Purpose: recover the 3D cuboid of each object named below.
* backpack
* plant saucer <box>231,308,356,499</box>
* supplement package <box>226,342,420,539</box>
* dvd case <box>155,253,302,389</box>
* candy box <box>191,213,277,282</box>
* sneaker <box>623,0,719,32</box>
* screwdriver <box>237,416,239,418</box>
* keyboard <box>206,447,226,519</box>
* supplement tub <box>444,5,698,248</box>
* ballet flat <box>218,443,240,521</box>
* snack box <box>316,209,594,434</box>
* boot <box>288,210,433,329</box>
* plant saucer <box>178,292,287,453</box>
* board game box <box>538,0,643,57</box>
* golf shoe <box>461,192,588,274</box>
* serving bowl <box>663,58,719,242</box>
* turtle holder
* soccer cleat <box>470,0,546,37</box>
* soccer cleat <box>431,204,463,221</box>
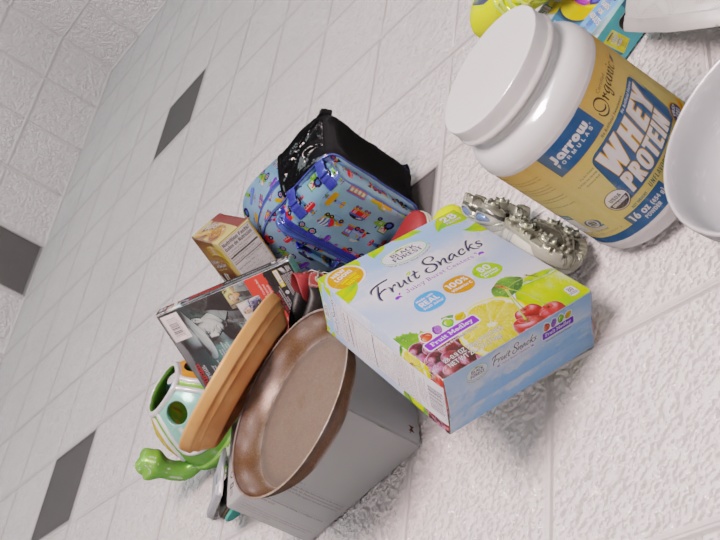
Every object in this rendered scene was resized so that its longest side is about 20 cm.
[{"bbox_3d":[-0.047,-0.072,1.351,0.199,0.182,0.136,-40,38,26],"label":"backpack"},{"bbox_3d":[-0.062,0.135,1.070,0.200,0.032,0.202,-43,32,34],"label":"plant saucer"},{"bbox_3d":[-0.043,0.178,1.163,0.200,0.116,0.118,-45,29,29],"label":"supplement package"},{"bbox_3d":[-0.136,0.075,1.331,0.198,0.147,0.022,-23,23,20],"label":"dvd case"},{"bbox_3d":[-0.125,0.023,1.380,0.055,0.201,0.115,-41,21,-16],"label":"candy box"},{"bbox_3d":[0.305,-0.279,0.986,0.200,0.073,0.117,-151,55,-65],"label":"sneaker"},{"bbox_3d":[-0.131,0.162,1.306,0.028,0.198,0.029,-19,91,61],"label":"screwdriver"},{"bbox_3d":[-0.180,0.270,1.349,0.200,0.010,0.057,118,161,-66],"label":"keyboard"},{"bbox_3d":[0.187,-0.124,0.938,0.145,0.198,0.146,-48,25,31],"label":"supplement tub"},{"bbox_3d":[-0.118,0.220,1.313,0.200,0.069,0.068,-46,-16,19],"label":"ballet flat"},{"bbox_3d":[0.082,0.037,0.972,0.167,0.068,0.199,-27,36,-24],"label":"snack box"},{"bbox_3d":[0.000,0.000,1.237,0.072,0.143,0.202,8,70,63],"label":"boot"},{"bbox_3d":[-0.136,0.120,1.203,0.202,0.037,0.200,-59,-1,-2],"label":"plant saucer"},{"bbox_3d":[0.280,-0.317,1.155,0.201,0.047,0.151,-55,26,13],"label":"board game box"},{"bbox_3d":[0.157,-0.011,1.066,0.200,0.077,0.099,-140,60,-68],"label":"golf shoe"},{"bbox_3d":[0.329,-0.101,0.815,0.200,0.065,0.202,-44,29,33],"label":"serving bowl"},{"bbox_3d":[-0.227,0.198,1.470,0.185,0.131,0.142,-40,32,36],"label":"turtle holder"},{"bbox_3d":[0.189,-0.316,1.179,0.200,0.064,0.085,-38,34,41],"label":"soccer cleat"},{"bbox_3d":[0.075,0.004,1.160,0.064,0.083,0.202,-27,40,49],"label":"soccer cleat"}]
